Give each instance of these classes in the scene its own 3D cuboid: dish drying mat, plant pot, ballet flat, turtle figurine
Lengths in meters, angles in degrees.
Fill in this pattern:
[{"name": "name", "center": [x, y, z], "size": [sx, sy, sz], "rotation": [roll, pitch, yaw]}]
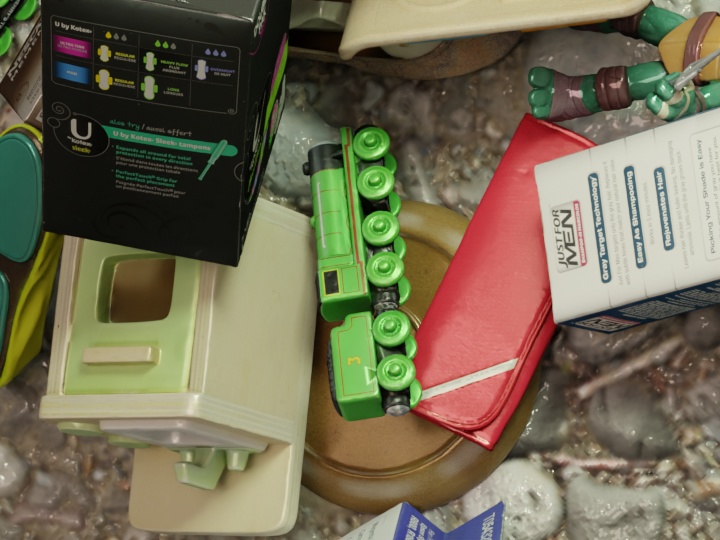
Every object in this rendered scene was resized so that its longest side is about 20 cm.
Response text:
[{"name": "dish drying mat", "center": [0.092, 0.006, 1.664], "size": [0.077, 0.018, 0.200], "rotation": [25, 82, 13]}, {"name": "plant pot", "center": [0.015, 0.053, 1.707], "size": [0.200, 0.027, 0.201], "rotation": [-3, 81, 21]}, {"name": "ballet flat", "center": [-0.217, -0.014, 1.750], "size": [0.067, 0.067, 0.200], "rotation": [33, 124, 26]}, {"name": "ballet flat", "center": [0.002, -0.157, 1.718], "size": [0.200, 0.067, 0.068], "rotation": [0, 83, 21]}, {"name": "turtle figurine", "center": [0.202, -0.134, 1.618], "size": [0.200, 0.101, 0.150], "rotation": [0, 50, 35]}]

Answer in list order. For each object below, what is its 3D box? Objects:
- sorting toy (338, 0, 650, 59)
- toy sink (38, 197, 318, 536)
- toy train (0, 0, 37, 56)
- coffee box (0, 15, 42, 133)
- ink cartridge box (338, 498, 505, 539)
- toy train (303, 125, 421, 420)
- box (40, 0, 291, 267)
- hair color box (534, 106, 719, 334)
[{"name": "sorting toy", "center": [0.093, -0.195, 1.654], "size": [0.200, 0.037, 0.185], "rotation": [-9, 38, 18]}, {"name": "toy sink", "center": [-0.114, 0.057, 1.686], "size": [0.130, 0.112, 0.200], "rotation": [-2, 76, 36]}, {"name": "toy train", "center": [-0.216, -0.232, 1.829], "size": [0.056, 0.042, 0.200], "rotation": [40, 98, 32]}, {"name": "coffee box", "center": [-0.143, -0.172, 1.743], "size": [0.080, 0.114, 0.200], "rotation": [30, 96, -21]}, {"name": "ink cartridge box", "center": [-0.011, 0.208, 1.609], "size": [0.200, 0.196, 0.043], "rotation": [-34, 101, 14]}, {"name": "toy train", "center": [0.000, 0.000, 1.658], "size": [0.056, 0.042, 0.200], "rotation": [-9, 60, 5]}, {"name": "box", "center": [-0.109, -0.128, 1.566], "size": [0.124, 0.200, 0.149], "rotation": [10, 47, 4]}, {"name": "hair color box", "center": [0.202, -0.035, 1.572], "size": [0.200, 0.060, 0.100], "rotation": [-16, 73, 36]}]
